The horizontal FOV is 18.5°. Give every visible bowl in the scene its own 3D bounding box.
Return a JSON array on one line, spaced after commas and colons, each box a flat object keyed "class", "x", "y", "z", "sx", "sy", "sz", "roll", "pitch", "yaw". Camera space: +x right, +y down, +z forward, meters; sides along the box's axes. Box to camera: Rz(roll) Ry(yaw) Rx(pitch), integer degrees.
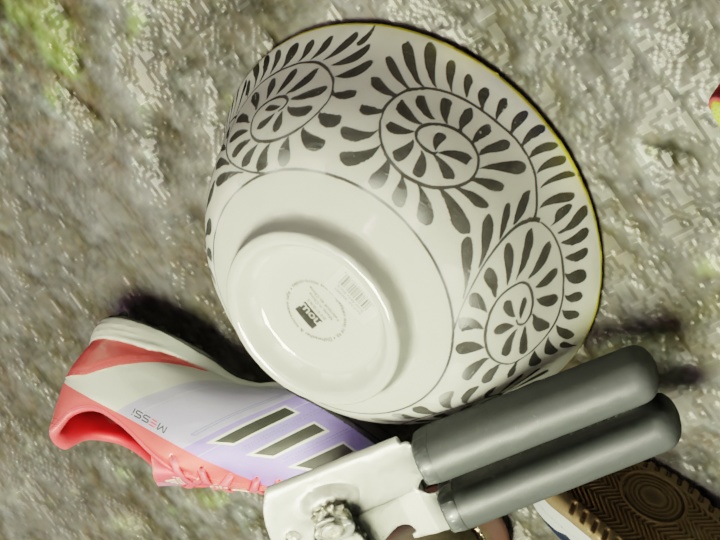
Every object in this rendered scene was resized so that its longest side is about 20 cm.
[{"class": "bowl", "x": 0.000, "y": 0.000, "z": 0.994, "sx": 0.200, "sy": 0.094, "sz": 0.202, "roll": 17, "pitch": 128, "yaw": 23}]

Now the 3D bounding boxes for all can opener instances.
[{"class": "can opener", "x": 0.046, "y": 0.083, "z": 0.995, "sx": 0.199, "sy": 0.067, "sz": 0.053, "roll": -21, "pitch": 115, "yaw": 18}]

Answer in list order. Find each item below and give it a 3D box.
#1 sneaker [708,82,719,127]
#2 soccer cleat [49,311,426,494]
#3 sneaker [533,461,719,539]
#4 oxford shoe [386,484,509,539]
[{"class": "sneaker", "x": 0.197, "y": -0.092, "z": 0.816, "sx": 0.090, "sy": 0.078, "sz": 0.200, "roll": 42, "pitch": 133, "yaw": 5}, {"class": "soccer cleat", "x": -0.062, "y": 0.086, "z": 1.094, "sx": 0.199, "sy": 0.073, "sz": 0.068, "roll": 20, "pitch": 153, "yaw": 23}, {"class": "sneaker", "x": 0.152, "y": 0.170, "z": 1.023, "sx": 0.199, "sy": 0.070, "sz": 0.109, "roll": 31, "pitch": 130, "yaw": 8}, {"class": "oxford shoe", "x": -0.005, "y": 0.179, "z": 1.128, "sx": 0.071, "sy": 0.074, "sz": 0.200, "roll": 42, "pitch": 133, "yaw": 2}]
